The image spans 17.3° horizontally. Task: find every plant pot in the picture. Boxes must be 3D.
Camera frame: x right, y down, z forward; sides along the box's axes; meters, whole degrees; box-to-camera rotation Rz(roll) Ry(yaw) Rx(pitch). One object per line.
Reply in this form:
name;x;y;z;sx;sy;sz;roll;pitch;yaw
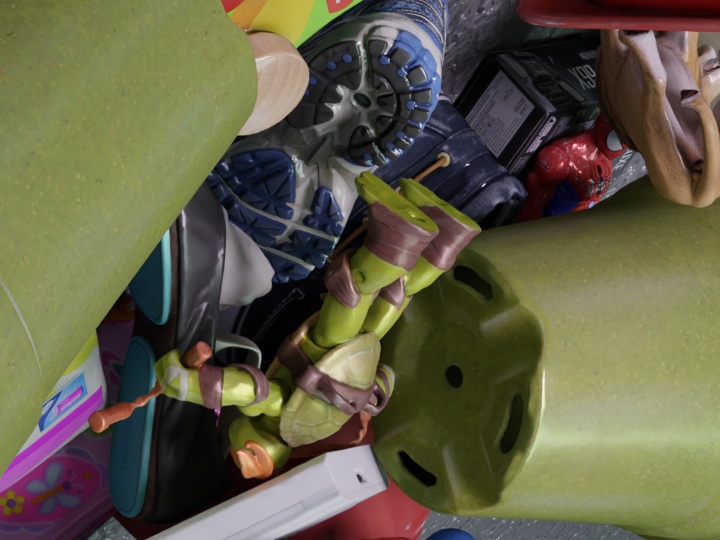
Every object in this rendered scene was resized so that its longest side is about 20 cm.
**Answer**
plant pot;-0.138;-0.040;0.811;0.190;0.200;0.200;-46;163;-26
plant pot;0.106;0.049;1.172;0.183;0.201;0.201;-2;138;-42

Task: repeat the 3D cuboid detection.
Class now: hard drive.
hard drive;-0.088;0.137;1.115;0.199;0.026;0.132;-27;174;8

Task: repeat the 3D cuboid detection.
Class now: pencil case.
pencil case;-0.154;0.099;1.169;0.200;0.088;0.087;-40;160;-3

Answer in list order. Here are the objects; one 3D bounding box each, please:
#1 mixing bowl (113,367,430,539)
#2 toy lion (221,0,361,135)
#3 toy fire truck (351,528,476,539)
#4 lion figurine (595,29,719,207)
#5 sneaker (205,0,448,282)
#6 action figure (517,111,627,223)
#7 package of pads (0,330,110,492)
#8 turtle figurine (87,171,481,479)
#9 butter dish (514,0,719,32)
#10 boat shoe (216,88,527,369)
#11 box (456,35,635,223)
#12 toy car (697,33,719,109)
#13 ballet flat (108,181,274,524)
mixing bowl;-0.032;0.114;1.269;0.199;0.109;0.200;-30;-173;4
toy lion;-0.022;-0.152;0.924;0.199;0.069;0.192;-28;151;-9
toy fire truck;-0.019;0.188;1.135;0.199;0.112;0.168;4;136;-46
lion figurine;0.153;-0.080;1.160;0.200;0.072;0.123;-84;169;-59
sneaker;-0.017;-0.066;1.099;0.200;0.077;0.085;-39;-160;45
action figure;0.102;-0.016;1.322;0.065;0.052;0.201;-17;145;-42
package of pads;-0.205;0.066;1.031;0.200;0.068;0.155;-37;160;-17
turtle figurine;-0.020;0.036;1.043;0.199;0.064;0.162;12;117;-53
butter dish;0.182;-0.202;1.084;0.200;0.198;0.149;-50;138;-50
boat shoe;0.000;0.000;1.245;0.201;0.091;0.071;-52;157;25
box;0.085;-0.045;1.372;0.157;0.050;0.200;-16;148;-51
toy car;0.242;-0.178;1.298;0.201;0.157;0.165;-60;145;-29
ballet flat;-0.080;0.023;1.100;0.068;0.068;0.201;-7;118;-27
